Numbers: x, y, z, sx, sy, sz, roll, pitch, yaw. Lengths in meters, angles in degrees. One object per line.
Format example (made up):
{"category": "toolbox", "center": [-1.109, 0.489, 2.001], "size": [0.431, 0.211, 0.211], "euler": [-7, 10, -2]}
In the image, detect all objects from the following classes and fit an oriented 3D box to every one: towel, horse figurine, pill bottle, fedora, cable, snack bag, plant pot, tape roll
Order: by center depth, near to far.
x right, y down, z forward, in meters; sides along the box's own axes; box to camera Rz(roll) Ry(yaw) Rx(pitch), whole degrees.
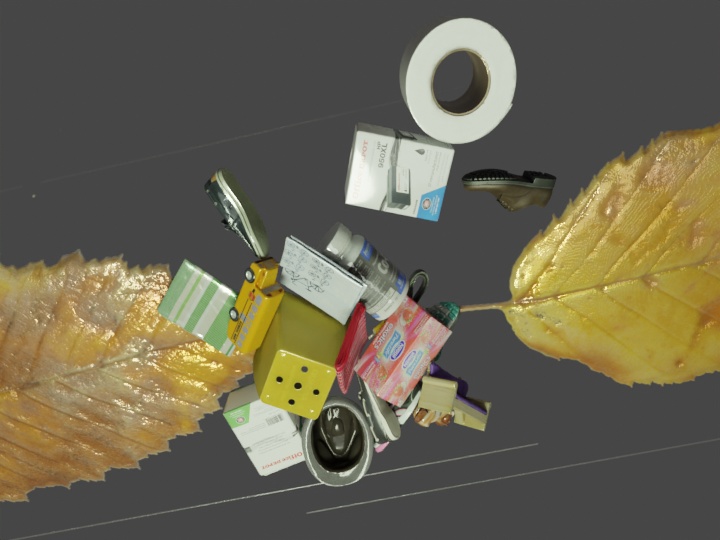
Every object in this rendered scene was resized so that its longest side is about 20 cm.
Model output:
{"category": "tape roll", "center": [0.171, -0.349, 1.035], "size": [0.194, 0.140, 0.210], "euler": [-1, 114, -2]}
{"category": "snack bag", "center": [-0.089, 0.027, 1.180], "size": [0.185, 0.022, 0.201], "euler": [32, 149, 1]}
{"category": "pill bottle", "center": [0.000, 0.000, 1.197], "size": [0.199, 0.115, 0.114], "euler": [40, 108, -17]}
{"category": "towel", "center": [-0.016, 0.170, 1.209], "size": [0.022, 0.148, 0.202], "euler": [17, 156, 11]}
{"category": "plant pot", "center": [-0.131, 0.200, 1.247], "size": [0.194, 0.178, 0.205], "euler": [20, 112, -9]}
{"category": "cable", "center": [0.105, 0.099, 1.277], "size": [0.095, 0.051, 0.202], "euler": [30, 110, -19]}
{"category": "towel", "center": [-0.342, 0.087, 1.278], "size": [0.197, 0.024, 0.154], "euler": [33, 108, -13]}
{"category": "horse figurine", "center": [0.176, 0.321, 1.335], "size": [0.050, 0.197, 0.135], "euler": [40, 113, 30]}
{"category": "fedora", "center": [-0.055, 0.399, 1.371], "size": [0.170, 0.090, 0.208], "euler": [-13, 93, 0]}

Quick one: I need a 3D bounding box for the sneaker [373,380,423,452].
{"category": "sneaker", "center": [0.074, 0.338, 1.369], "size": [0.086, 0.080, 0.202], "euler": [39, 96, 12]}

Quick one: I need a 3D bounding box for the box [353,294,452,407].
{"category": "box", "center": [0.091, 0.173, 1.225], "size": [0.094, 0.102, 0.203], "euler": [32, 94, -44]}

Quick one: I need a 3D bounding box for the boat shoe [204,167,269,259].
{"category": "boat shoe", "center": [-0.251, -0.109, 1.169], "size": [0.061, 0.075, 0.204], "euler": [-24, 110, 18]}

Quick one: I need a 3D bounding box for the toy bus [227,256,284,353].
{"category": "toy bus", "center": [-0.220, 0.073, 1.203], "size": [0.078, 0.064, 0.204], "euler": [41, 122, 21]}

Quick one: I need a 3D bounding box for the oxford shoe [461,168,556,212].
{"category": "oxford shoe", "center": [0.298, -0.158, 1.158], "size": [0.192, 0.073, 0.087], "euler": [6, 116, -4]}

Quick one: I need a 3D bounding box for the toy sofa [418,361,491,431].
{"category": "toy sofa", "center": [0.211, 0.274, 1.237], "size": [0.081, 0.101, 0.199], "euler": [5, 160, 38]}

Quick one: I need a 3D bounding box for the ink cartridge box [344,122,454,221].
{"category": "ink cartridge box", "center": [0.072, -0.196, 1.129], "size": [0.192, 0.085, 0.150], "euler": [10, 113, -5]}

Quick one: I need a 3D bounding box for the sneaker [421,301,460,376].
{"category": "sneaker", "center": [0.163, 0.160, 1.303], "size": [0.201, 0.078, 0.090], "euler": [-50, 138, 7]}

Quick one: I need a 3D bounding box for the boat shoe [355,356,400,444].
{"category": "boat shoe", "center": [0.027, 0.304, 1.326], "size": [0.059, 0.073, 0.205], "euler": [-28, 84, 25]}

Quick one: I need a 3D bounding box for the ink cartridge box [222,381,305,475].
{"category": "ink cartridge box", "center": [-0.218, 0.372, 1.369], "size": [0.142, 0.085, 0.205], "euler": [-20, 114, 8]}
